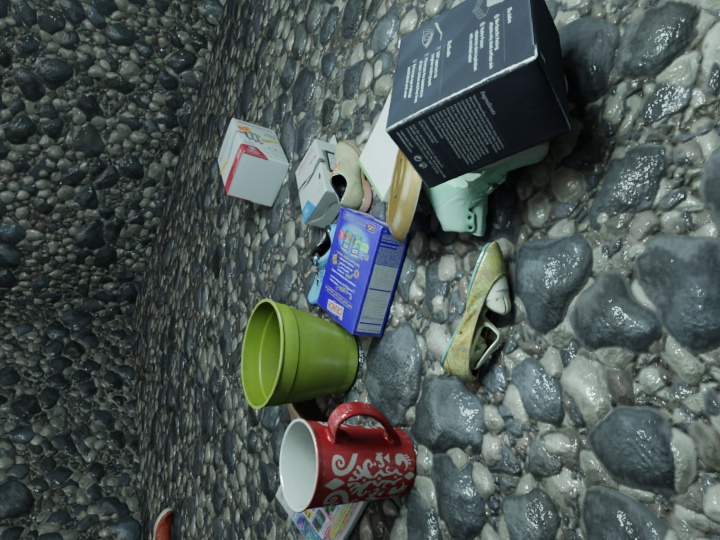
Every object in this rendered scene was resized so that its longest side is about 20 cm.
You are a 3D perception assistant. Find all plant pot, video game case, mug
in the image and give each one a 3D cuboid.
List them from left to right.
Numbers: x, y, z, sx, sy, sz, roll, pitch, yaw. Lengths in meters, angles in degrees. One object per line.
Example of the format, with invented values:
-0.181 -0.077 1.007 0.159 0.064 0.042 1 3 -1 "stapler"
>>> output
-0.112 0.170 1.129 0.199 0.189 0.207 -22 64 55 "plant pot"
-0.078 0.436 1.106 0.182 0.023 0.204 41 118 32 "video game case"
-0.006 0.302 0.909 0.177 0.196 0.137 -42 47 44 "mug"
0.072 -0.150 0.933 0.200 0.027 0.206 -170 89 -84 "plant pot"

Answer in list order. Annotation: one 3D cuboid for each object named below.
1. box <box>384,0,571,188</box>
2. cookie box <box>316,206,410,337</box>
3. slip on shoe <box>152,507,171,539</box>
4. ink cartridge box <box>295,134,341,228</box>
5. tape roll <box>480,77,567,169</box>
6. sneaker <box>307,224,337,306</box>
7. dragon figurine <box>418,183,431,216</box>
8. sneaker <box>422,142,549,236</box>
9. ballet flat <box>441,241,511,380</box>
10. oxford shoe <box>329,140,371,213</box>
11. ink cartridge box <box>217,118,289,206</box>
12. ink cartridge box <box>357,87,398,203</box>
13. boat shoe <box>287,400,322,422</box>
0.148 -0.242 0.727 0.196 0.117 0.201 -18 45 33 "box"
0.000 0.000 1.102 0.170 0.074 0.206 32 109 57 "cookie box"
-0.699 0.948 2.028 0.060 0.074 0.206 11 84 24 "slip on shoe"
-0.094 -0.215 1.325 0.116 0.066 0.204 -48 43 41 "ink cartridge box"
0.190 -0.233 0.805 0.199 0.037 0.207 -26 43 26 "tape roll"
-0.079 -0.017 1.223 0.079 0.088 0.204 53 127 50 "sneaker"
0.128 -0.195 0.958 0.099 0.057 0.206 14 95 59 "dragon figurine"
0.193 -0.119 0.842 0.196 0.074 0.121 -12 107 37 "sneaker"
0.177 0.064 0.811 0.071 0.069 0.205 38 114 55 "ballet flat"
-0.032 -0.210 1.213 0.071 0.072 0.203 -53 40 36 "oxford shoe"
-0.312 -0.312 1.641 0.147 0.142 0.202 -60 37 28 "ink cartridge box"
0.072 -0.249 1.077 0.203 0.047 0.147 -61 36 29 "ink cartridge box"
-0.115 0.335 1.203 0.071 0.072 0.200 -63 35 15 "boat shoe"
